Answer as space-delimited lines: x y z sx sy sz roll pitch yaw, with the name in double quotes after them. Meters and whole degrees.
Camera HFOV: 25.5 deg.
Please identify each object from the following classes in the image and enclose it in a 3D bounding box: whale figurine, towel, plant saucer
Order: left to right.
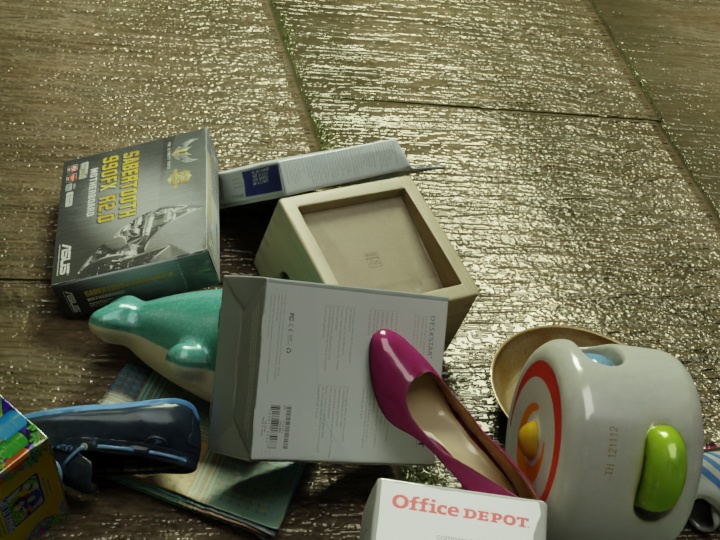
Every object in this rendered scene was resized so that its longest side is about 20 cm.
-0.147 0.159 1.437 0.199 0.022 0.147 19 37 6 "towel"
-0.146 0.054 1.475 0.199 0.104 0.159 19 13 7 "whale figurine"
0.220 0.135 1.586 0.199 0.036 0.201 10 40 -8 "plant saucer"

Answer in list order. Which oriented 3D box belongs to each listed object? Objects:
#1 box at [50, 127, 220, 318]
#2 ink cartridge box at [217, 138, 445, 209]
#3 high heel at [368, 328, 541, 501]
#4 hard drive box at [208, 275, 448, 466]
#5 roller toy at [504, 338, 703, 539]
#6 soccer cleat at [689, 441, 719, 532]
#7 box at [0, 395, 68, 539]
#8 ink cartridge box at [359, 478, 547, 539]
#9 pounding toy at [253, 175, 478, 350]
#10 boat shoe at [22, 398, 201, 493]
-0.221 -0.050 1.588 0.158 0.048 0.200 -13 41 6 "box"
-0.046 -0.103 1.677 0.199 0.041 0.199 -12 3 -32 "ink cartridge box"
0.083 0.129 1.365 0.067 0.096 0.200 -37 96 -36 "high heel"
-0.026 0.090 1.410 0.199 0.157 0.077 7 -2 -35 "hard drive box"
0.205 0.156 1.407 0.139 0.200 0.183 7 51 -13 "roller toy"
0.345 0.206 1.534 0.199 0.070 0.087 0 77 -37 "soccer cleat"
-0.369 0.162 1.232 0.200 0.122 0.193 36 60 23 "box"
0.067 0.278 1.266 0.145 0.084 0.201 9 60 -4 "ink cartridge box"
0.000 0.000 1.612 0.183 0.142 0.200 -12 57 -30 "pounding toy"
-0.234 0.154 1.345 0.199 0.084 0.069 -10 66 -2 "boat shoe"
